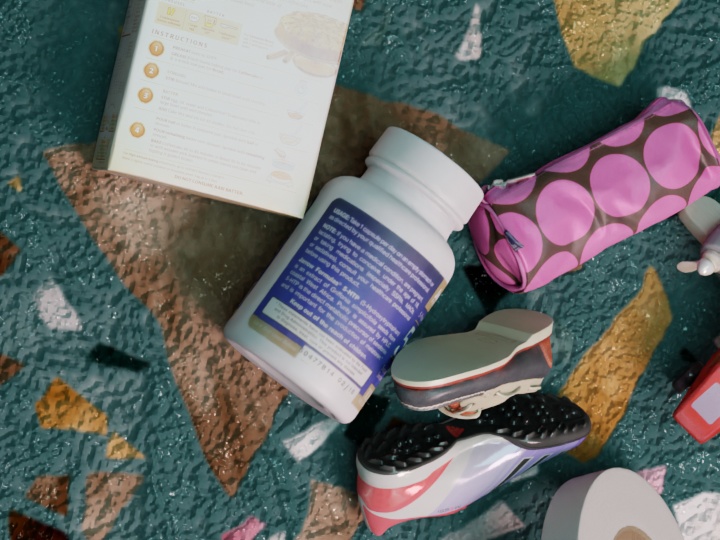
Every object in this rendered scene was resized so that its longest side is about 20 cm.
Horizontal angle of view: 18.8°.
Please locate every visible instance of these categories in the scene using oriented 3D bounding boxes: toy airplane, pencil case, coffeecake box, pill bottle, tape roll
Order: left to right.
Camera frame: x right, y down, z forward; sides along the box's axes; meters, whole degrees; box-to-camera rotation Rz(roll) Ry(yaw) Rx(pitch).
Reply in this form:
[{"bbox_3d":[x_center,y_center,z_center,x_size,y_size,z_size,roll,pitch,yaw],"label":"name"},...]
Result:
[{"bbox_3d":[-0.098,-0.154,1.599,0.152,0.073,0.202,14,90,-18],"label":"coffeecake box"},{"bbox_3d":[0.000,0.000,1.616,0.119,0.120,0.201,37,83,-16],"label":"pill bottle"},{"bbox_3d":[0.181,-0.063,1.689,0.199,0.091,0.094,-28,102,-16],"label":"pencil case"},{"bbox_3d":[0.204,0.254,1.677,0.202,0.037,0.205,32,49,-47],"label":"tape roll"},{"bbox_3d":[0.346,0.041,1.718,0.198,0.141,0.201,5,73,-4],"label":"toy airplane"}]

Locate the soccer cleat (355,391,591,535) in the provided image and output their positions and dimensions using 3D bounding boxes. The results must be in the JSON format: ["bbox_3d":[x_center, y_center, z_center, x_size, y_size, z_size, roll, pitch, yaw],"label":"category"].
[{"bbox_3d":[0.087,0.148,1.691,0.198,0.068,0.074,-14,125,-23],"label":"soccer cleat"}]

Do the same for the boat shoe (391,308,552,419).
[{"bbox_3d":[0.086,0.079,1.635,0.200,0.071,0.063,-20,122,-57],"label":"boat shoe"}]
